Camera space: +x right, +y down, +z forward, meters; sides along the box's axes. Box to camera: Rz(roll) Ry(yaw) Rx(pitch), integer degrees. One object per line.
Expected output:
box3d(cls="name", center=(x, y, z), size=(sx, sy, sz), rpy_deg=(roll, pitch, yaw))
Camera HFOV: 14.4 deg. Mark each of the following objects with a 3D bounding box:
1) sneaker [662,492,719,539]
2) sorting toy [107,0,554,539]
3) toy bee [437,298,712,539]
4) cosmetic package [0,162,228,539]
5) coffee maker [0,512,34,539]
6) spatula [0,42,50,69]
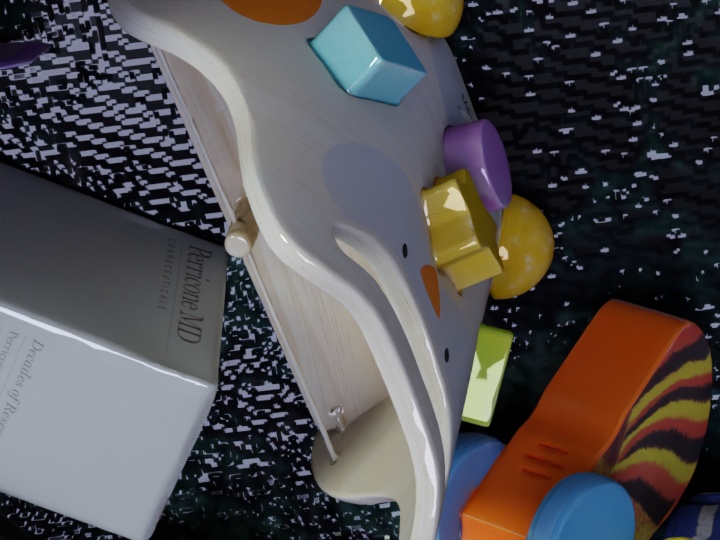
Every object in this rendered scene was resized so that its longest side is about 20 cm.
box3d(cls="sneaker", center=(0.150, 0.108, 0.996), size=(0.088, 0.075, 0.200), rpy_deg=(37, 131, -10))
box3d(cls="sorting toy", center=(0.000, 0.000, 0.905), size=(0.107, 0.180, 0.200), rpy_deg=(-18, 116, 9))
box3d(cls="toy bee", center=(0.053, 0.107, 0.980), size=(0.200, 0.131, 0.109), rpy_deg=(-31, 130, -14))
box3d(cls="cosmetic package", center=(-0.147, 0.007, 0.953), size=(0.200, 0.102, 0.074), rpy_deg=(19, 116, -10))
box3d(cls="coffee maker", center=(-0.202, 0.142, 0.938), size=(0.135, 0.192, 0.200), rpy_deg=(20, 128, -37))
box3d(cls="spatula", center=(-0.202, -0.078, 0.945), size=(0.200, 0.057, 0.021), rpy_deg=(8, 104, 4))
